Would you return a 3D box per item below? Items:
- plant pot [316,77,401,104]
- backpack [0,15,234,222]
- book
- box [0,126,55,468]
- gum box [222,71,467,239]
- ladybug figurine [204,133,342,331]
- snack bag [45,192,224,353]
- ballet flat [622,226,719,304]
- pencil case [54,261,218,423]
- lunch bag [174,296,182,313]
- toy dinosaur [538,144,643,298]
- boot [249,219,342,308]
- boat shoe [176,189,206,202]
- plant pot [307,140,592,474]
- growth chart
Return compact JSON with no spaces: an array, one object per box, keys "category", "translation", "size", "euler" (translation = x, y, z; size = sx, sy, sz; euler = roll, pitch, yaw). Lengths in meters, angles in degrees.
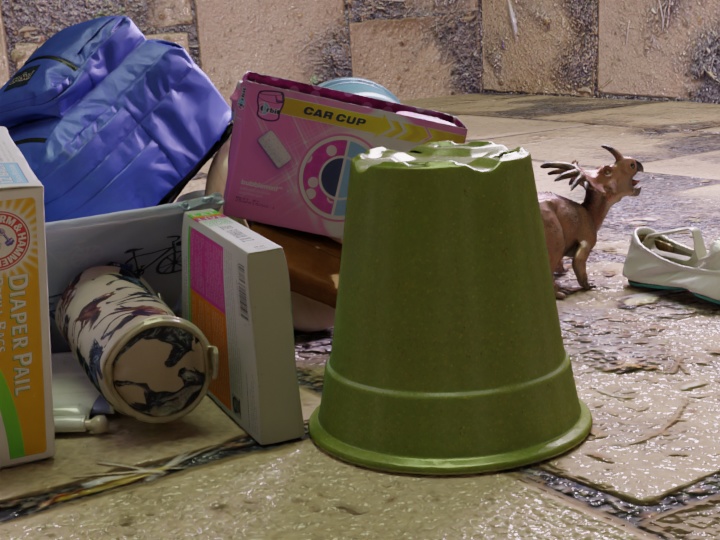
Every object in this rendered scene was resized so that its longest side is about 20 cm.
[{"category":"plant pot","translation":[0.018,-0.116,1.448],"size":[0.198,0.202,0.196],"euler":[-8,21,-22]},{"category":"backpack","translation":[-0.244,-0.110,1.067],"size":[0.162,0.168,0.201],"euler":[-9,41,49]},{"category":"book","translation":[-0.094,0.033,0.895],"size":[0.048,0.135,0.200],"euler":[-9,14,-19]},{"category":"box","translation":[-0.265,0.021,0.788],"size":[0.100,0.202,0.112],"euler":[-9,28,-26]},{"category":"gum box","translation":[-0.021,-0.092,1.028],"size":[0.198,0.115,0.066],"euler":[11,16,-10]},{"category":"ladybug figurine","translation":[-0.077,-0.034,1.113],"size":[0.135,0.201,0.072],"euler":[-20,-9,-30]},{"category":"snack bag","translation":[-0.224,0.008,1.009],"size":[0.187,0.200,0.022],"euler":[-12,60,-34]},{"category":"ballet flat","translation":[0.325,-0.006,1.139],"size":[0.069,0.070,0.199],"euler":[-11,15,-32]},{"category":"pencil case","translation":[-0.168,0.050,0.898],"size":[0.089,0.079,0.200],"euler":[-18,18,-19]},{"category":"lunch bag","translation":[-0.267,-0.017,1.183],"size":[0.168,0.128,0.201],"euler":[-7,39,-18]},{"category":"toy dinosaur","translation":[0.189,-0.050,1.203],"size":[0.199,0.137,0.085],"euler":[-14,16,-39]},{"category":"boot","translation":[0.000,0.000,1.055],"size":[0.198,0.069,0.188],"euler":[22,29,6]},{"category":"boat shoe","translation":[-0.090,-0.022,1.189],"size":[0.199,0.066,0.072],"euler":[19,-29,-25]},{"category":"plant pot","translation":[0.057,0.013,0.825],"size":[0.198,0.192,0.200],"euler":[-3,11,1]},{"category":"growth chart","translation":[-0.222,0.090,0.939],"size":[0.143,0.018,0.200],"euler":[-1,13,6]}]
